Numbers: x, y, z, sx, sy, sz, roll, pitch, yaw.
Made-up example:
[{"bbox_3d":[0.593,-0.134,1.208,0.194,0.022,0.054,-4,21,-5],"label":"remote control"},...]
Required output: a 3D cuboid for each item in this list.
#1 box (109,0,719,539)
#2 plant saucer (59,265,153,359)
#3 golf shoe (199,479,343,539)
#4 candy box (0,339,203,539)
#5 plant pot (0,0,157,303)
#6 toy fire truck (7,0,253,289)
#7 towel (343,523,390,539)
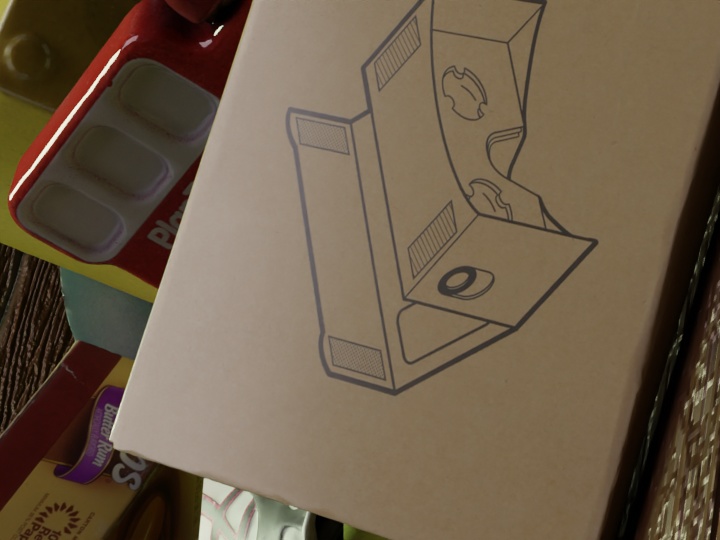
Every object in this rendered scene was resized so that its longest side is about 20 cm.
[{"bbox_3d":[0.024,-0.023,0.597,0.021,0.162,0.202,27,-101,-57],"label":"box"},{"bbox_3d":[-0.075,-0.010,1.146,0.038,0.200,0.203,5,74,47],"label":"plant saucer"},{"bbox_3d":[-0.022,0.104,0.775,0.089,0.077,0.201,-59,35,25],"label":"golf shoe"},{"bbox_3d":[-0.104,0.138,0.692,0.117,0.056,0.201,-55,-21,-48],"label":"candy box"},{"bbox_3d":[-0.111,-0.103,0.999,0.200,0.193,0.197,149,142,-79],"label":"plant pot"},{"bbox_3d":[-0.016,-0.042,0.721,0.200,0.167,0.113,-45,25,42],"label":"toy fire truck"},{"bbox_3d":[0.013,0.102,0.633,0.086,0.018,0.202,142,130,-69],"label":"towel"}]
